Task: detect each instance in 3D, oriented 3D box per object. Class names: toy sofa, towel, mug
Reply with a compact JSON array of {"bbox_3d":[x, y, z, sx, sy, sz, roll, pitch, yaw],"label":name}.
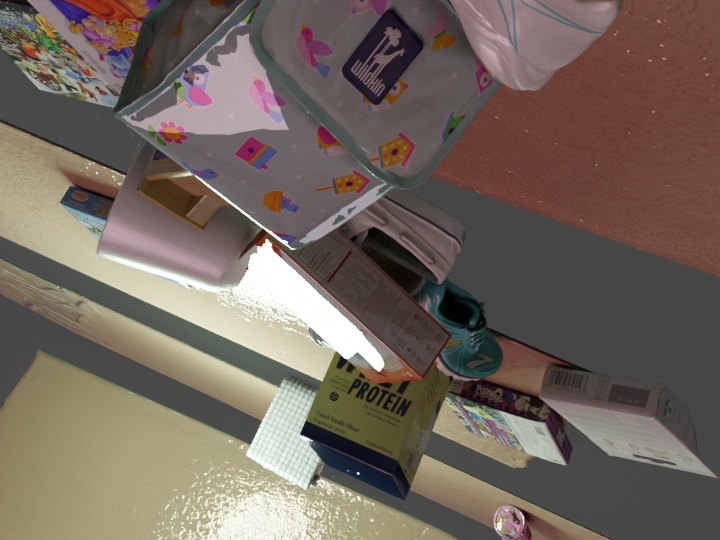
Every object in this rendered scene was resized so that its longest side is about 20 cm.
[{"bbox_3d":[-0.114,-0.100,0.761,0.082,0.100,0.198,31,162,-35],"label":"toy sofa"},{"bbox_3d":[-0.134,0.357,1.841,0.163,0.203,0.086,24,163,6],"label":"towel"},{"bbox_3d":[-0.180,-0.066,0.922,0.151,0.189,0.150,25,134,-11],"label":"mug"}]

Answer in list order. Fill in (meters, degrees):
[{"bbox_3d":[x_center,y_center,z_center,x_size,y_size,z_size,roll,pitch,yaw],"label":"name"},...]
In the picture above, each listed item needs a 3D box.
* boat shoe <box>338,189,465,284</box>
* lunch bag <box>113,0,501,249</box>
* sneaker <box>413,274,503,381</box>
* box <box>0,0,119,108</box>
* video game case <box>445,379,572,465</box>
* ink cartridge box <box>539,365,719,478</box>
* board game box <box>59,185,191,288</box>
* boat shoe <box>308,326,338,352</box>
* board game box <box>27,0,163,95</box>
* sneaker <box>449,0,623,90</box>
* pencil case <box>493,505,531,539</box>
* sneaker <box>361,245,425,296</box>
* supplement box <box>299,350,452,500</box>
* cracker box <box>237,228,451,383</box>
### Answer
[{"bbox_3d":[0.003,-0.052,0.796,0.196,0.066,0.074,24,162,4],"label":"boat shoe"},{"bbox_3d":[-0.028,-0.126,0.532,0.198,0.124,0.170,-25,134,32],"label":"lunch bag"},{"bbox_3d":[0.112,0.067,0.964,0.078,0.079,0.200,-5,146,40],"label":"sneaker"},{"bbox_3d":[-0.255,-0.205,0.767,0.196,0.038,0.137,17,159,25],"label":"box"},{"bbox_3d":[0.224,0.229,1.296,0.178,0.036,0.201,14,158,31],"label":"video game case"},{"bbox_3d":[0.336,0.187,1.037,0.159,0.051,0.199,3,155,48],"label":"ink cartridge box"},{"bbox_3d":[-0.356,-0.048,1.315,0.148,0.037,0.201,19,159,20],"label":"board game box"},{"bbox_3d":[0.024,0.069,0.990,0.064,0.077,0.200,-2,179,37],"label":"boat shoe"},{"bbox_3d":[-0.156,-0.195,0.601,0.132,0.046,0.200,-6,148,26],"label":"board game box"},{"bbox_3d":[0.053,-0.177,0.422,0.198,0.072,0.080,32,145,-25],"label":"sneaker"},{"bbox_3d":[0.392,0.663,2.158,0.081,0.088,0.201,-12,151,10],"label":"pencil case"},{"bbox_3d":[0.000,0.000,0.929,0.197,0.072,0.113,23,159,34],"label":"sneaker"},{"bbox_3d":[0.032,0.178,1.153,0.132,0.203,0.201,19,161,16],"label":"supplement box"},{"bbox_3d":[-0.021,0.025,0.826,0.200,0.058,0.134,43,161,-8],"label":"cracker box"}]
